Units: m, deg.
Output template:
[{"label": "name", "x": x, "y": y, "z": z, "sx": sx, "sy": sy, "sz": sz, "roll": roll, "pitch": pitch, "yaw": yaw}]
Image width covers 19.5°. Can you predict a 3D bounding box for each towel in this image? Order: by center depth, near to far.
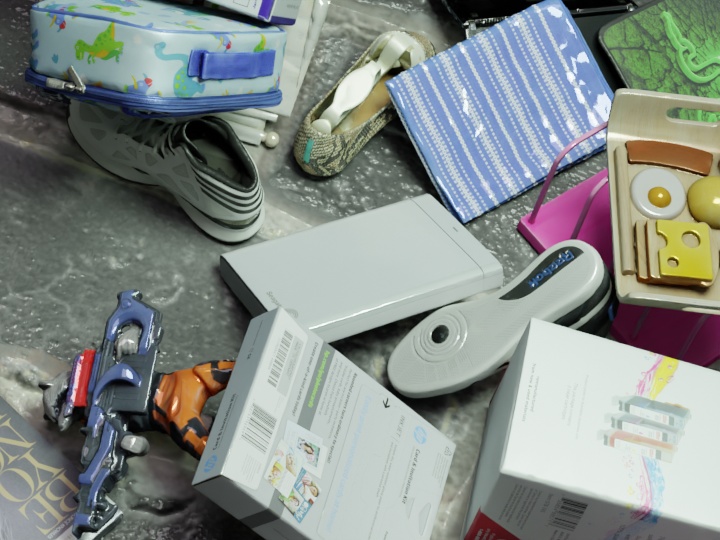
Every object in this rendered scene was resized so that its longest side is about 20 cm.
[{"label": "towel", "x": 0.133, "y": -0.144, "z": 1.851, "sx": 0.199, "sy": 0.024, "sz": 0.145, "roll": -29, "pitch": 92, "yaw": -24}]

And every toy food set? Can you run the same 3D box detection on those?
[{"label": "toy food set", "x": 0.277, "y": -0.053, "z": 1.686, "sx": 0.142, "sy": 0.061, "sz": 0.201, "roll": 6, "pitch": 58, "yaw": -8}]

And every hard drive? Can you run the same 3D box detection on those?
[{"label": "hard drive", "x": 0.000, "y": 0.000, "z": 1.736, "sx": 0.199, "sy": 0.027, "sz": 0.132, "roll": -18, "pitch": 38, "yaw": -22}]

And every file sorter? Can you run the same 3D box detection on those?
[{"label": "file sorter", "x": 0.260, "y": -0.030, "z": 1.779, "sx": 0.139, "sy": 0.126, "sz": 0.200, "roll": -30, "pitch": 67, "yaw": -27}]

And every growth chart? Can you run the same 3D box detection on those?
[{"label": "growth chart", "x": -0.099, "y": -0.207, "z": 1.810, "sx": 0.144, "sy": 0.201, "sz": 0.018, "roll": 25, "pitch": 11, "yaw": -2}]

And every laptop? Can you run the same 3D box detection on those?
[{"label": "laptop", "x": 0.164, "y": -0.204, "z": 1.945, "sx": 0.176, "sy": 0.104, "sz": 0.200, "roll": -7, "pitch": 33, "yaw": -17}]

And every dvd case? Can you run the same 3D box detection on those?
[{"label": "dvd case", "x": -0.302, "y": 0.167, "z": 1.594, "sx": 0.200, "sy": 0.016, "sz": 0.149, "roll": 41, "pitch": 58, "yaw": 14}]

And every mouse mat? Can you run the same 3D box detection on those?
[{"label": "mouse mat", "x": 0.322, "y": -0.164, "z": 1.919, "sx": 0.160, "sy": 0.008, "sz": 0.201, "roll": -27, "pitch": 85, "yaw": -27}]

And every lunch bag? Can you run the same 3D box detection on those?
[{"label": "lunch bag", "x": -0.162, "y": -0.174, "z": 1.696, "sx": 0.160, "sy": 0.083, "sz": 0.200, "roll": 14, "pitch": 13, "yaw": 29}]

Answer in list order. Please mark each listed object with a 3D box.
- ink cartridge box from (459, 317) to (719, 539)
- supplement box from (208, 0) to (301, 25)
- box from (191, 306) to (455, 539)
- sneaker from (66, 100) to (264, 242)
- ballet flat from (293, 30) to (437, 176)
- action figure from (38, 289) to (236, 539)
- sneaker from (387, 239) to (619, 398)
[{"label": "ink cartridge box", "x": 0.198, "y": 0.155, "z": 1.632, "sx": 0.199, "sy": 0.146, "sz": 0.145, "roll": 17, "pitch": 55, "yaw": -2}, {"label": "supplement box", "x": -0.143, "y": -0.283, "z": 1.744, "sx": 0.199, "sy": 0.101, "sz": 0.104, "roll": 19, "pitch": 98, "yaw": 8}, {"label": "box", "x": -0.023, "y": 0.147, "z": 1.593, "sx": 0.200, "sy": 0.041, "sz": 0.157, "roll": 38, "pitch": 51, "yaw": -26}, {"label": "sneaker", "x": -0.159, "y": -0.116, "z": 1.747, "sx": 0.200, "sy": 0.116, "sz": 0.076, "roll": 34, "pitch": 63, "yaw": 11}, {"label": "ballet flat", "x": 0.012, "y": -0.163, "z": 1.843, "sx": 0.068, "sy": 0.075, "sz": 0.200, "roll": 32, "pitch": 56, "yaw": 14}, {"label": "action figure", "x": -0.160, "y": 0.129, "z": 1.616, "sx": 0.192, "sy": 0.105, "sz": 0.201, "roll": 15, "pitch": 67, "yaw": 6}, {"label": "sneaker", "x": 0.128, "y": 0.063, "z": 1.725, "sx": 0.199, "sy": 0.112, "sz": 0.073, "roll": -31, "pitch": 55, "yaw": 10}]
